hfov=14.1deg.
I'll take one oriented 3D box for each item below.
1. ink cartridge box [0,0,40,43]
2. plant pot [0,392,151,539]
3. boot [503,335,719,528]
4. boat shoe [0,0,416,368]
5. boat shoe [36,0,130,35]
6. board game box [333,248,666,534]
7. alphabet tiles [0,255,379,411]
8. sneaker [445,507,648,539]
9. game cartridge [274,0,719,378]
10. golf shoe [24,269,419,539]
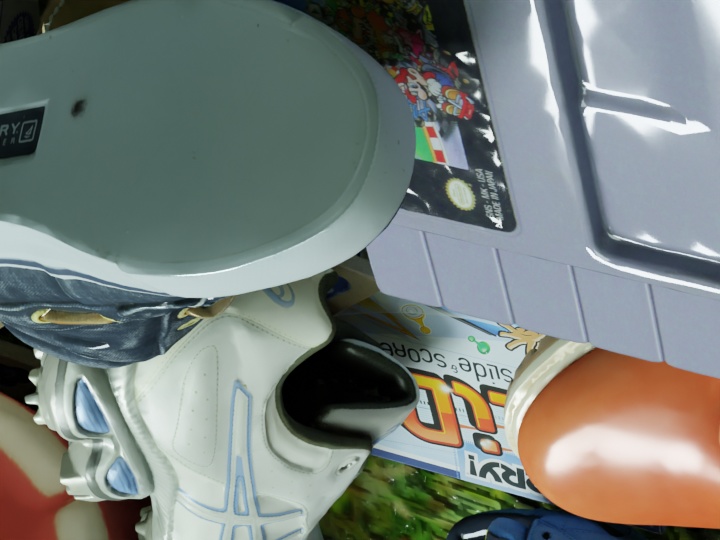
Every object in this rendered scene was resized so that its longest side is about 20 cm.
[{"bbox_3d":[-0.141,-0.123,0.795,0.093,0.044,0.201,17,130,20],"label":"ink cartridge box"},{"bbox_3d":[-0.134,0.129,0.947,0.199,0.201,0.178,20,161,15],"label":"plant pot"},{"bbox_3d":[0.122,0.055,0.763,0.199,0.108,0.075,-6,135,27],"label":"boot"},{"bbox_3d":[-0.046,-0.018,0.714,0.199,0.071,0.091,2,161,42],"label":"boat shoe"},{"bbox_3d":[-0.028,-0.081,0.752,0.199,0.076,0.072,-26,91,43],"label":"boat shoe"},{"bbox_3d":[0.000,0.000,0.875,0.199,0.035,0.136,13,140,24],"label":"board game box"},{"bbox_3d":[-0.096,-0.005,0.846,0.166,0.008,0.200,22,150,-27],"label":"alphabet tiles"},{"bbox_3d":[0.074,0.113,0.855,0.078,0.066,0.200,26,-178,-16],"label":"sneaker"},{"bbox_3d":[0.038,-0.060,0.649,0.129,0.038,0.201,10,137,27],"label":"game cartridge"},{"bbox_3d":[-0.025,0.059,0.868,0.097,0.079,0.200,-8,151,11],"label":"golf shoe"}]
